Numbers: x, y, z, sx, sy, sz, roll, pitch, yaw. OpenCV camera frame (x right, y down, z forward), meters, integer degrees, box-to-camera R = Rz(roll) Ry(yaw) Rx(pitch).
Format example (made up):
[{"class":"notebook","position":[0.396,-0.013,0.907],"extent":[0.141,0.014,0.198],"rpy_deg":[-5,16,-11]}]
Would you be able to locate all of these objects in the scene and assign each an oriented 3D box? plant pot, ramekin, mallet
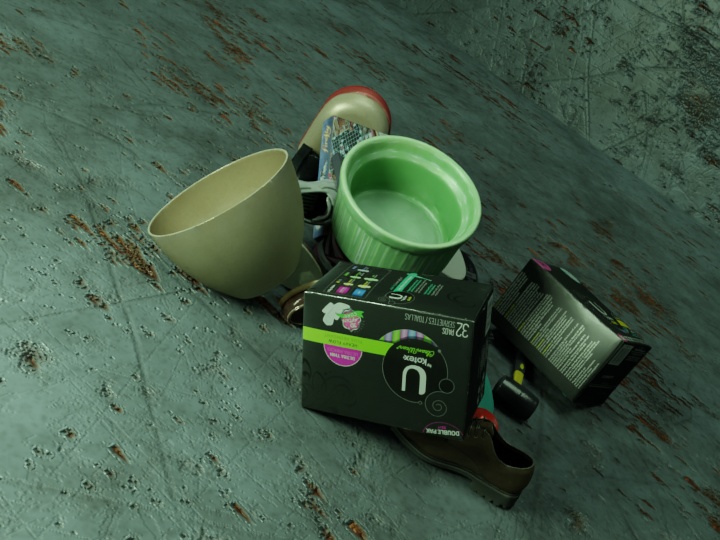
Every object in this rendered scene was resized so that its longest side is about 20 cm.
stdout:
[{"class":"plant pot","position":[-0.149,-0.045,1.109],"extent":[0.135,0.198,0.201],"rpy_deg":[61,16,-23]},{"class":"ramekin","position":[0.055,-0.078,1.186],"extent":[0.198,0.098,0.202],"rpy_deg":[11,49,-13]},{"class":"mallet","position":[0.230,0.155,1.318],"extent":[0.065,0.041,0.200],"rpy_deg":[33,22,-5]}]

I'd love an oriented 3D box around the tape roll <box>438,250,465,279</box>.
[{"class":"tape roll","position":[0.087,-0.059,1.343],"extent":[0.203,0.037,0.204],"rpy_deg":[43,24,-24]}]

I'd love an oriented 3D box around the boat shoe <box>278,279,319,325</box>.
[{"class":"boat shoe","position":[-0.008,0.046,1.167],"extent":[0.198,0.071,0.071],"rpy_deg":[-10,62,-23]}]

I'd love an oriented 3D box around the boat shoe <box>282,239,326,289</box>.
[{"class":"boat shoe","position":[-0.121,-0.042,1.240],"extent":[0.199,0.072,0.062],"rpy_deg":[36,23,18]}]

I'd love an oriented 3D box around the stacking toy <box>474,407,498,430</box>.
[{"class":"stacking toy","position":[0.101,0.152,1.138],"extent":[0.200,0.086,0.085],"rpy_deg":[45,28,13]}]

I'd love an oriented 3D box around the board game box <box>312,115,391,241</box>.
[{"class":"board game box","position":[-0.006,-0.136,1.424],"extent":[0.134,0.034,0.203],"rpy_deg":[14,73,-32]}]

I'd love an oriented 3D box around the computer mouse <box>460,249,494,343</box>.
[{"class":"computer mouse","position":[0.143,0.038,1.413],"extent":[0.137,0.053,0.201],"rpy_deg":[24,38,-15]}]

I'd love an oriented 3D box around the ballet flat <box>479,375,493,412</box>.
[{"class":"ballet flat","position":[0.128,0.117,1.214],"extent":[0.067,0.062,0.202],"rpy_deg":[-8,77,-47]}]

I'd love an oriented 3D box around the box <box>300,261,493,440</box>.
[{"class":"box","position":[0.043,0.088,1.019],"extent":[0.198,0.150,0.124],"rpy_deg":[8,20,17]}]

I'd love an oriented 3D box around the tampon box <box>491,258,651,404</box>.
[{"class":"tampon box","position":[0.332,0.097,1.393],"extent":[0.200,0.127,0.149],"rpy_deg":[47,19,30]}]

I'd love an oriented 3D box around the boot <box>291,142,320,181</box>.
[{"class":"boot","position":[-0.056,-0.128,1.465],"extent":[0.162,0.074,0.199],"rpy_deg":[34,27,-8]}]

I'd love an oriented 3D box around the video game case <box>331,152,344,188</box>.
[{"class":"video game case","position":[0.033,-0.081,1.346],"extent":[0.200,0.019,0.144],"rpy_deg":[38,25,-35]}]

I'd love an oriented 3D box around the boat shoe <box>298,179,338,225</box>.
[{"class":"boat shoe","position":[-0.066,-0.093,1.284],"extent":[0.199,0.074,0.067],"rpy_deg":[1,28,-47]}]

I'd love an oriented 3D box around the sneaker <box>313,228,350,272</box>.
[{"class":"sneaker","position":[0.000,0.000,1.273],"extent":[0.080,0.087,0.200],"rpy_deg":[-1,41,-46]}]

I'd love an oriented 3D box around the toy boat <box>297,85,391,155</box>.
[{"class":"toy boat","position":[-0.023,-0.256,1.556],"extent":[0.129,0.200,0.132],"rpy_deg":[25,52,-15]}]

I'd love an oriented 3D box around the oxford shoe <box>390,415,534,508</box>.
[{"class":"oxford shoe","position":[0.122,0.200,1.059],"extent":[0.198,0.085,0.073],"rpy_deg":[28,28,-3]}]
